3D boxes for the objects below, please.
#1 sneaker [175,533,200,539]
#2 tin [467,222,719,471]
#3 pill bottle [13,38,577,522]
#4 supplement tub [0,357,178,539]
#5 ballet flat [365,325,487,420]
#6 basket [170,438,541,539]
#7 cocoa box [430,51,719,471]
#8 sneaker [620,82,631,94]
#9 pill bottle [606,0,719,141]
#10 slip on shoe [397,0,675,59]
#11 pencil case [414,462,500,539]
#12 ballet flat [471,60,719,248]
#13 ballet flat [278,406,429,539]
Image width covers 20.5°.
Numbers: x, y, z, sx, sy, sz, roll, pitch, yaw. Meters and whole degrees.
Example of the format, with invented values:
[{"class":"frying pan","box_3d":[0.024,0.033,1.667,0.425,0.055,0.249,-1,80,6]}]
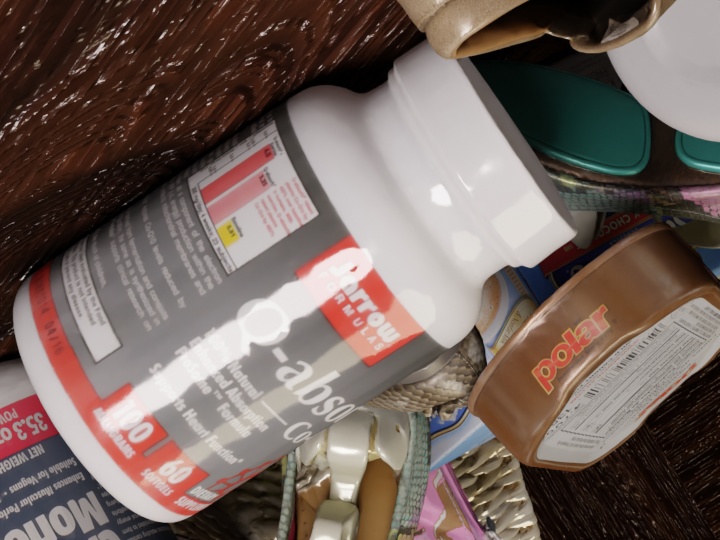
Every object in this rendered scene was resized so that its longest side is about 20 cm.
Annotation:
[{"class":"sneaker","box_3d":[-0.134,0.194,1.150,0.077,0.199,0.089,-38,-150,61]},{"class":"tin","box_3d":[0.108,0.038,0.847,0.112,0.042,0.200,-41,164,9]},{"class":"pill bottle","box_3d":[-0.025,0.000,0.773,0.200,0.116,0.116,-34,170,10]},{"class":"supplement tub","box_3d":[-0.145,0.153,0.904,0.140,0.201,0.140,-31,170,-6]},{"class":"ballet flat","box_3d":[-0.016,0.031,0.875,0.199,0.046,0.068,8,-122,48]},{"class":"basket","box_3d":[-0.010,0.172,1.296,0.198,0.162,0.200,-27,-155,-25]},{"class":"cocoa box","box_3d":[0.082,-0.003,1.025,0.133,0.132,0.200,-26,169,-27]},{"class":"sneaker","box_3d":[0.200,-0.105,0.944,0.087,0.075,0.200,7,-145,40]},{"class":"pill bottle","box_3d":[0.190,-0.122,0.834,0.112,0.113,0.200,-39,168,37]},{"class":"slip on shoe","box_3d":[0.080,-0.101,0.663,0.076,0.061,0.200,-35,161,35]},{"class":"pencil case","box_3d":[0.006,0.102,1.130,0.086,0.201,0.083,-27,180,-18]},{"class":"ballet flat","box_3d":[0.128,-0.041,0.871,0.071,0.199,0.069,94,5,-45]},{"class":"ballet flat","box_3d":[-0.009,0.109,0.889,0.069,0.201,0.071,6,165,8]}]
